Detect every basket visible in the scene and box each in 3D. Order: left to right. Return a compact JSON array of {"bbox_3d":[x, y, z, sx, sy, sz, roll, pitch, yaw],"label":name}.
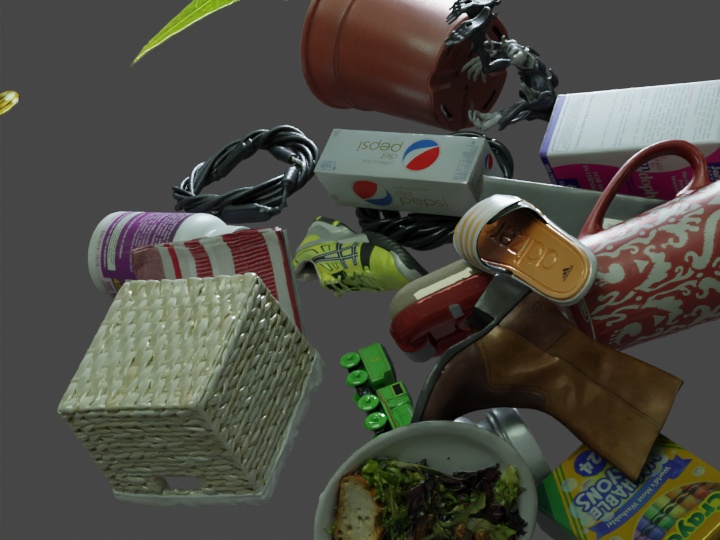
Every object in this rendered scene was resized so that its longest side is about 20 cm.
[{"bbox_3d":[-0.175,0.122,1.590,0.197,0.161,0.201,-4,43,29],"label":"basket"}]

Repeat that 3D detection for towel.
[{"bbox_3d":[-0.161,0.033,1.707,0.199,0.145,0.023,-8,9,25],"label":"towel"}]

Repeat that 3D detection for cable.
[{"bbox_3d":[-0.152,-0.124,1.934,0.199,0.051,0.164,-4,45,29],"label":"cable"},{"bbox_3d":[0.085,-0.092,1.741,0.199,0.051,0.163,14,55,39],"label":"cable"}]

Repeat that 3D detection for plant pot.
[{"bbox_3d":[0.065,-0.269,1.860,0.195,0.201,0.201,25,62,37],"label":"plant pot"}]

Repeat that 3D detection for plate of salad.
[{"bbox_3d":[0.059,0.221,1.302,0.199,0.201,0.048,-28,26,1],"label":"plate of salad"}]

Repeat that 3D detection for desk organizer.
[{"bbox_3d":[0.225,-0.045,1.590,0.199,0.077,0.072,9,84,19],"label":"desk organizer"}]

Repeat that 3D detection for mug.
[{"bbox_3d":[0.286,-0.015,1.447,0.199,0.134,0.178,-21,45,-4],"label":"mug"}]

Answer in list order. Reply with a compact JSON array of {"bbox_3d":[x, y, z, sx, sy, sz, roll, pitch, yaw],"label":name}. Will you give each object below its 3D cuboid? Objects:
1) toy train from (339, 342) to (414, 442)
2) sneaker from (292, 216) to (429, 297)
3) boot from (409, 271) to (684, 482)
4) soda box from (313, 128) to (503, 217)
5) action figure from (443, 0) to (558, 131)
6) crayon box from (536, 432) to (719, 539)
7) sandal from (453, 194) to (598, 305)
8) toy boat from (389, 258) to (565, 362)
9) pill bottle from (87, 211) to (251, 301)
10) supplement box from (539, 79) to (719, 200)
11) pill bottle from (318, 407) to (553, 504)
[{"bbox_3d":[0.029,0.145,1.537,0.056,0.042,0.200,-20,38,-5],"label":"toy train"},{"bbox_3d":[0.000,0.000,1.698,0.200,0.075,0.077,15,66,52],"label":"sneaker"},{"bbox_3d":[0.158,0.126,1.336,0.199,0.069,0.189,33,68,9],"label":"boot"},{"bbox_3d":[0.052,-0.108,1.688,0.199,0.068,0.064,7,60,32],"label":"soda box"},{"bbox_3d":[0.163,-0.222,1.741,0.102,0.200,0.119,-29,37,19],"label":"action figure"},{"bbox_3d":[0.254,0.215,1.309,0.126,0.052,0.200,-41,40,-14],"label":"crayon box"},{"bbox_3d":[0.143,-0.031,1.414,0.079,0.059,0.206,-59,34,0],"label":"sandal"},{"bbox_3d":[0.135,0.056,1.525,0.199,0.131,0.131,-24,69,7],"label":"toy boat"},{"bbox_3d":[-0.217,-0.013,1.801,0.199,0.113,0.113,3,48,34],"label":"pill bottle"},{"bbox_3d":[0.306,-0.127,1.613,0.199,0.101,0.104,-4,45,29],"label":"supplement box"},{"bbox_3d":[0.070,0.204,1.388,0.199,0.109,0.109,-31,38,-2],"label":"pill bottle"}]
